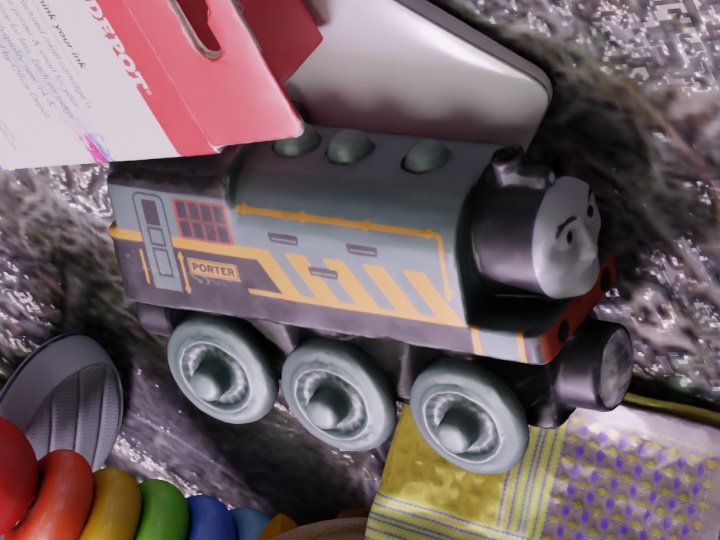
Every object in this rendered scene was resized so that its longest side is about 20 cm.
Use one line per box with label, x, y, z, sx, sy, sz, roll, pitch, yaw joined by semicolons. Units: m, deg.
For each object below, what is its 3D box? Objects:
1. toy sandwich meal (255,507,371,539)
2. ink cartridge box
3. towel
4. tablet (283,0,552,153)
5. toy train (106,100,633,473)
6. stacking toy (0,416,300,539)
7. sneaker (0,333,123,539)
toy sandwich meal;-0.006;0.185;1.050;0.205;0.205;0.070;47;162;-16
ink cartridge box;-0.096;-0.101;0.890;0.200;0.067;0.116;-1;128;45
towel;0.061;0.131;0.975;0.144;0.200;0.023;20;-176;18
tablet;-0.013;-0.041;0.953;0.130;0.014;0.200;32;144;5
toy train;0.000;0.000;0.913;0.200;0.085;0.114;9;127;32
stacking toy;-0.099;0.119;1.091;0.200;0.085;0.085;26;148;-22
sneaker;-0.165;0.087;1.172;0.071;0.073;0.200;49;138;20
